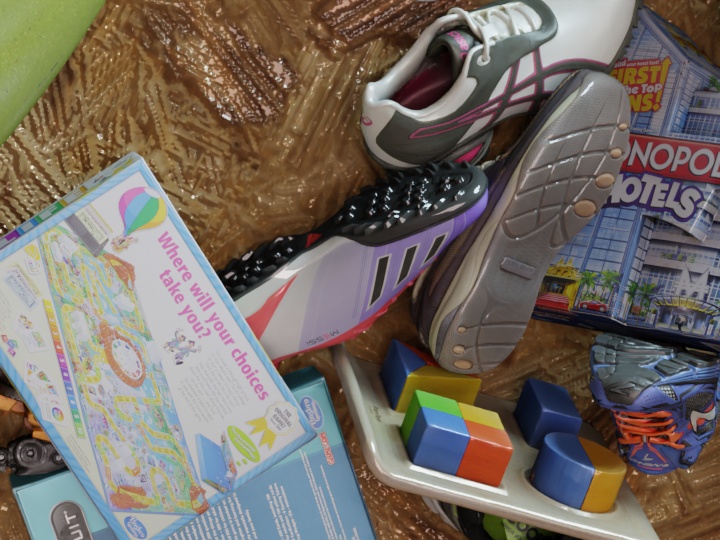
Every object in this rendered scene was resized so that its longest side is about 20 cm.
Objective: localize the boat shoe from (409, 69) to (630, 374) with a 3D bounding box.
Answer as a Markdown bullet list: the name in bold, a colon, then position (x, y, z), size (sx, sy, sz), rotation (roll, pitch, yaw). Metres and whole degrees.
- **boat shoe**: position (0.086, -0.037, 1.507), size (0.074, 0.073, 0.200), rotation (26, 97, -44)

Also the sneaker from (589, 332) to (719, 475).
- **sneaker**: position (0.182, 0.084, 1.513), size (0.075, 0.200, 0.078), rotation (10, 87, 22)

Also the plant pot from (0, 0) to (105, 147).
- **plant pot**: position (-0.240, -0.141, 1.423), size (0.200, 0.187, 0.187), rotation (-39, 103, -19)

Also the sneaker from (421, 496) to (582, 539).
- **sneaker**: position (0.127, 0.176, 1.569), size (0.200, 0.087, 0.074), rotation (36, 90, -14)

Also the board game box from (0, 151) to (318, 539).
- **board game box**: position (-0.133, 0.051, 1.471), size (0.134, 0.034, 0.200), rotation (-33, 106, -8)

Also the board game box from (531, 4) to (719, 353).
- **board game box**: position (0.192, -0.058, 1.515), size (0.062, 0.200, 0.200), rotation (24, 79, -46)

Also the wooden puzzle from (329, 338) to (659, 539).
- **wooden puzzle**: position (0.084, 0.098, 1.499), size (0.200, 0.185, 0.046), rotation (21, 105, -14)

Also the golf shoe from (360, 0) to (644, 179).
- **golf shoe**: position (0.087, -0.128, 1.509), size (0.200, 0.088, 0.077), rotation (-39, 62, -5)

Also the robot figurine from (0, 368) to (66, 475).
- **robot figurine**: position (-0.245, 0.043, 1.494), size (0.200, 0.058, 0.145), rotation (15, 95, -12)

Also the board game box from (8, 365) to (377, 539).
- **board game box**: position (-0.096, 0.164, 1.545), size (0.200, 0.047, 0.151), rotation (-19, 101, -8)

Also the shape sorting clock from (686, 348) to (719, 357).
- **shape sorting clock**: position (0.275, -0.023, 1.594), size (0.200, 0.039, 0.200), rotation (-3, 110, -9)

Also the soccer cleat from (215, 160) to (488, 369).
- **soccer cleat**: position (0.000, 0.000, 1.507), size (0.200, 0.068, 0.073), rotation (-27, 114, 22)
